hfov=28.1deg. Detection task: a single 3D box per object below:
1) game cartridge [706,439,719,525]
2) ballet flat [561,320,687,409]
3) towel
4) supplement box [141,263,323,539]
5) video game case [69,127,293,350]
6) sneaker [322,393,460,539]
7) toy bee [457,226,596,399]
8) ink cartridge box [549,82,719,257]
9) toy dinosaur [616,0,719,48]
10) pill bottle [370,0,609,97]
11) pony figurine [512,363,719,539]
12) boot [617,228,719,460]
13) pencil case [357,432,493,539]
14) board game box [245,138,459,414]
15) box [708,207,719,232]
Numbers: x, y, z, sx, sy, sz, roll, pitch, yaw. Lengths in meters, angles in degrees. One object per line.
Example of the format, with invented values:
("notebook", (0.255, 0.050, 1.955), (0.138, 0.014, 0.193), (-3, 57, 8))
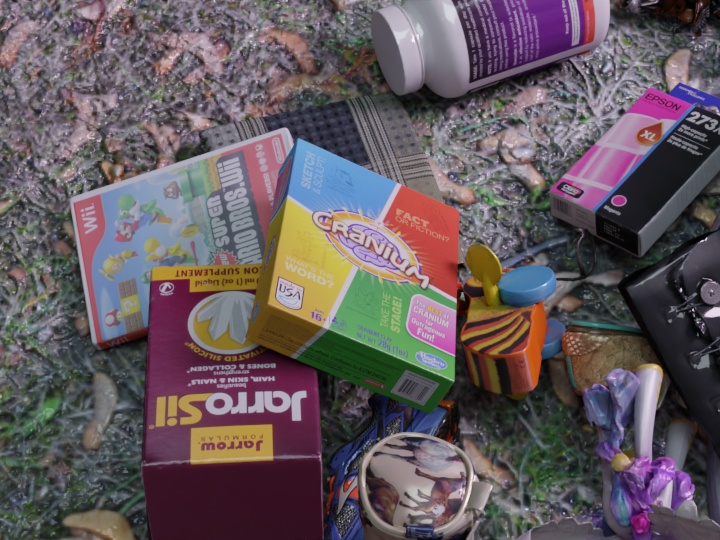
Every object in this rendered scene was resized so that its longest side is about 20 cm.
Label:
("game cartridge", (0.338, 0.193, 1.106), (0.132, 0.042, 0.202), (-5, 62, 0))
("ballet flat", (0.247, 0.078, 1.144), (0.198, 0.070, 0.066), (5, 90, -19))
("towel", (-0.026, -0.056, 1.236), (0.190, 0.035, 0.202), (-13, 60, -12))
("supplement box", (-0.095, 0.097, 1.077), (0.129, 0.104, 0.201), (-2, 45, -4))
("video game case", (-0.138, -0.028, 1.194), (0.198, 0.017, 0.144), (-18, 62, 4))
("sneaker", (0.003, 0.177, 1.092), (0.078, 0.076, 0.201), (19, 58, 26))
("toy bee", (0.114, 0.039, 1.155), (0.108, 0.200, 0.133), (-4, 95, 26))
("ink cartridge box", (0.259, -0.100, 1.245), (0.094, 0.037, 0.200), (28, 58, 34))
("toy dinosaur", (0.340, -0.269, 1.330), (0.199, 0.102, 0.136), (-29, 46, 7))
("pill bottle", (0.114, -0.224, 1.281), (0.198, 0.113, 0.113), (-19, 63, -13))
("pony figurine", (0.198, 0.176, 1.033), (0.165, 0.193, 0.202), (-8, 57, 24))
("boot", (0.308, 0.058, 1.089), (0.164, 0.066, 0.201), (-28, 83, -16))
("pencil case", (0.049, 0.201, 1.006), (0.089, 0.201, 0.078), (23, 56, 25))
("board game box", (0.000, 0.000, 1.100), (0.152, 0.040, 0.201), (23, 39, -14))
("box", (0.363, -0.078, 1.153), (0.104, 0.185, 0.201), (27, 53, 11))
